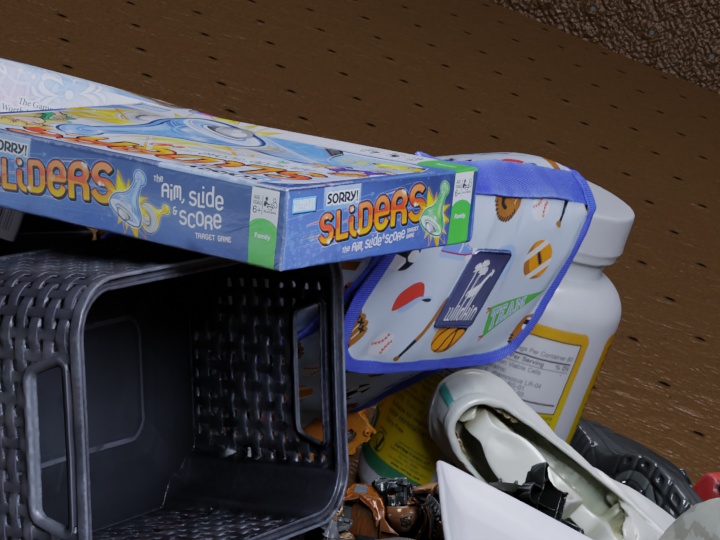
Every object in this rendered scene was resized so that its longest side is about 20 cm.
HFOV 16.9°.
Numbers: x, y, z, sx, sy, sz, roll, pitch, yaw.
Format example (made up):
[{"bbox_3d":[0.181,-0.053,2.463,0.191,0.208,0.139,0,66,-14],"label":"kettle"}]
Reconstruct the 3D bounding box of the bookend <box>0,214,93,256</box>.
[{"bbox_3d":[-0.209,0.009,1.328,0.200,0.092,0.199,31,19,31],"label":"bookend"}]

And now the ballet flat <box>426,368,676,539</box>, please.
[{"bbox_3d":[0.114,0.132,1.288,0.200,0.069,0.069,42,16,-3],"label":"ballet flat"}]

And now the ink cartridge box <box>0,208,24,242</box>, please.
[{"bbox_3d":[-0.214,-0.050,1.221,0.099,0.039,0.200,18,2,-7],"label":"ink cartridge box"}]

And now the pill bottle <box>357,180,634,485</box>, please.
[{"bbox_3d":[0.080,0.044,1.367,0.113,0.200,0.113,19,16,-6],"label":"pill bottle"}]

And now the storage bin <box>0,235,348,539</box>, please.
[{"bbox_3d":[-0.097,0.058,1.066,0.094,0.135,0.200,2,8,31],"label":"storage bin"}]

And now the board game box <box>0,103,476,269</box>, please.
[{"bbox_3d":[-0.069,-0.040,1.061,0.200,0.034,0.135,13,13,35],"label":"board game box"}]

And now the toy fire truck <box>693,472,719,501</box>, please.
[{"bbox_3d":[0.308,0.183,1.464,0.141,0.049,0.200,3,22,-47],"label":"toy fire truck"}]

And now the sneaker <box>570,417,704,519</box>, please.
[{"bbox_3d":[0.167,0.136,1.412,0.091,0.076,0.200,17,17,-34],"label":"sneaker"}]

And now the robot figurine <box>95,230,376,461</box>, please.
[{"bbox_3d":[-0.077,0.023,1.369,0.200,0.058,0.145,43,9,-17],"label":"robot figurine"}]

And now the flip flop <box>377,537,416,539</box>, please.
[{"bbox_3d":[-0.044,0.167,1.018,0.200,0.058,0.081,-20,82,-34],"label":"flip flop"}]

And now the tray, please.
[{"bbox_3d":[0.078,0.141,1.057,0.107,0.022,0.200,27,10,-6],"label":"tray"}]

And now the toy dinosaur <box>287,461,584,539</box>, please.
[{"bbox_3d":[0.033,0.135,1.216,0.136,0.102,0.200,7,15,30],"label":"toy dinosaur"}]

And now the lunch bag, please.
[{"bbox_3d":[0.000,0.000,1.223,0.170,0.200,0.124,1,65,-53],"label":"lunch bag"}]

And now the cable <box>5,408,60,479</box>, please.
[{"bbox_3d":[-0.233,0.045,1.104,0.200,0.069,0.200,45,42,20],"label":"cable"}]

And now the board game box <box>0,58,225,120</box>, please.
[{"bbox_3d":[-0.194,-0.091,1.289,0.199,0.043,0.200,12,3,-32],"label":"board game box"}]

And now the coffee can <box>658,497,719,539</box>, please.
[{"bbox_3d":[0.247,0.196,1.164,0.200,0.146,0.146,13,17,-24],"label":"coffee can"}]
